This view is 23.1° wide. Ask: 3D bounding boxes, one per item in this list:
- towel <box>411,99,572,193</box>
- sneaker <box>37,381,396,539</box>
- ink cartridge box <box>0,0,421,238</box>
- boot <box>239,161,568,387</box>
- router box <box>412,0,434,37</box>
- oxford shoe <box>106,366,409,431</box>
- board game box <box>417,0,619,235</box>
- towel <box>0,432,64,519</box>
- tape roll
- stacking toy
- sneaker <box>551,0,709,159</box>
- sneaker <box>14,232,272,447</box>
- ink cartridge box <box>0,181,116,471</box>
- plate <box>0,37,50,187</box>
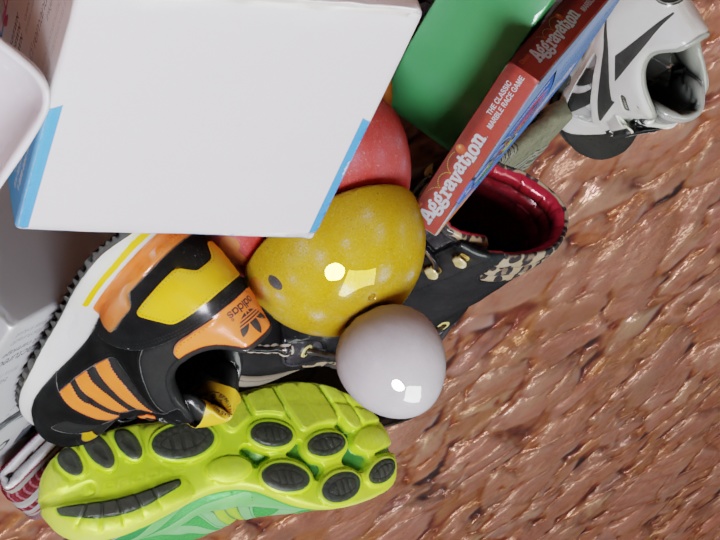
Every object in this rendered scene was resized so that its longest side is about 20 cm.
[{"bbox_3d":[0.036,-0.023,1.125,0.193,0.035,0.200,-51,169,34],"label":"towel"},{"bbox_3d":[-0.079,0.108,0.968,0.199,0.074,0.084,-6,167,-16],"label":"sneaker"},{"bbox_3d":[-0.077,-0.130,0.686,0.125,0.200,0.129,0,142,-23],"label":"ink cartridge box"},{"bbox_3d":[0.000,0.000,0.918,0.200,0.073,0.151,6,149,-38],"label":"boot"},{"bbox_3d":[0.005,-0.185,0.833,0.149,0.051,0.200,-7,143,-42],"label":"router box"},{"bbox_3d":[-0.057,0.087,1.024,0.200,0.085,0.073,-18,153,-12],"label":"oxford shoe"},{"bbox_3d":[0.091,-0.101,0.881,0.200,0.019,0.103,-49,172,-51],"label":"board game box"},{"bbox_3d":[-0.155,0.083,1.039,0.144,0.023,0.200,-47,176,-13],"label":"towel"},{"bbox_3d":[0.089,-0.153,0.896,0.201,0.048,0.200,-53,175,-6],"label":"tape roll"},{"bbox_3d":[-0.017,-0.022,0.807,0.146,0.200,0.146,-24,155,-12],"label":"stacking toy"},{"bbox_3d":[0.178,-0.114,1.132,0.074,0.089,0.200,-30,156,-13],"label":"sneaker"},{"bbox_3d":[-0.102,0.051,0.837,0.070,0.090,0.200,-40,170,-36],"label":"sneaker"},{"bbox_3d":[-0.203,0.043,0.900,0.200,0.084,0.144,-51,171,32],"label":"ink cartridge box"},{"bbox_3d":[-0.225,-0.061,0.646,0.200,0.199,0.032,-51,-179,32],"label":"plate"}]
